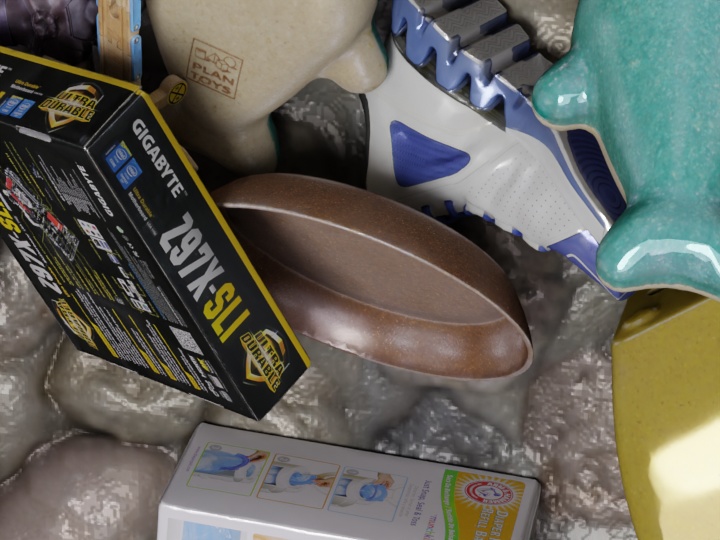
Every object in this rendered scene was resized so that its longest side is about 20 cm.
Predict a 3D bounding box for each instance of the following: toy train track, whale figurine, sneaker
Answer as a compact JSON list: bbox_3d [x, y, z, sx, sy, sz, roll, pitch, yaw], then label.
[{"bbox_3d":[-0.112,-0.110,1.400,0.114,0.032,0.201,36,145,27],"label":"toy train track"},{"bbox_3d":[0.161,-0.084,1.334,0.158,0.201,0.104,8,147,7],"label":"whale figurine"},{"bbox_3d":[-0.053,-0.140,1.430,0.158,0.104,0.201,23,136,7],"label":"whale figurine"},{"bbox_3d":[0.069,-0.051,1.436,0.200,0.080,0.115,47,127,15],"label":"sneaker"}]

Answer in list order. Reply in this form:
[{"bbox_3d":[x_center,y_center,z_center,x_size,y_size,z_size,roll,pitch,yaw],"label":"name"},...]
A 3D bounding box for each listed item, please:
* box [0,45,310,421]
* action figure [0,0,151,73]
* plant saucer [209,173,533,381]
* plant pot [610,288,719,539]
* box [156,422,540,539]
[{"bbox_3d":[-0.129,-0.021,1.425,0.159,0.049,0.200,20,149,46],"label":"box"},{"bbox_3d":[-0.203,-0.133,1.470,0.199,0.069,0.131,-9,105,0],"label":"action figure"},{"bbox_3d":[0.000,0.000,1.447,0.199,0.200,0.035,19,72,3],"label":"plant saucer"},{"bbox_3d":[0.227,0.075,1.406,0.193,0.196,0.201,-27,103,21],"label":"plant pot"},{"bbox_3d":[-0.008,0.169,1.541,0.199,0.101,0.113,9,114,8],"label":"box"}]
